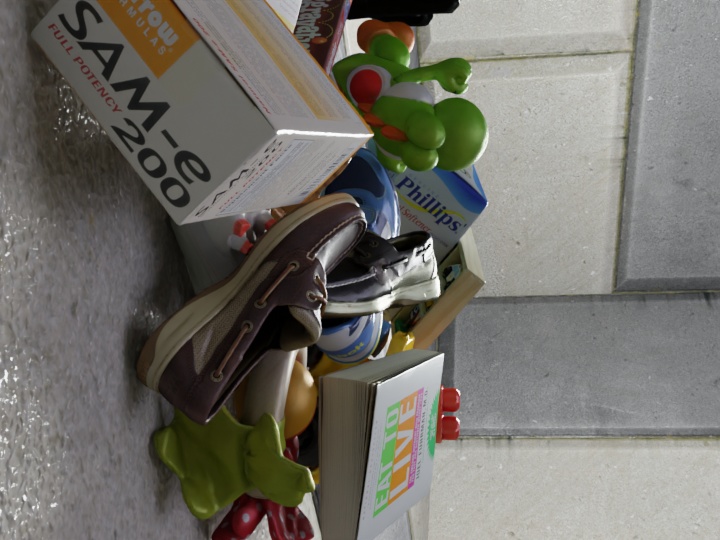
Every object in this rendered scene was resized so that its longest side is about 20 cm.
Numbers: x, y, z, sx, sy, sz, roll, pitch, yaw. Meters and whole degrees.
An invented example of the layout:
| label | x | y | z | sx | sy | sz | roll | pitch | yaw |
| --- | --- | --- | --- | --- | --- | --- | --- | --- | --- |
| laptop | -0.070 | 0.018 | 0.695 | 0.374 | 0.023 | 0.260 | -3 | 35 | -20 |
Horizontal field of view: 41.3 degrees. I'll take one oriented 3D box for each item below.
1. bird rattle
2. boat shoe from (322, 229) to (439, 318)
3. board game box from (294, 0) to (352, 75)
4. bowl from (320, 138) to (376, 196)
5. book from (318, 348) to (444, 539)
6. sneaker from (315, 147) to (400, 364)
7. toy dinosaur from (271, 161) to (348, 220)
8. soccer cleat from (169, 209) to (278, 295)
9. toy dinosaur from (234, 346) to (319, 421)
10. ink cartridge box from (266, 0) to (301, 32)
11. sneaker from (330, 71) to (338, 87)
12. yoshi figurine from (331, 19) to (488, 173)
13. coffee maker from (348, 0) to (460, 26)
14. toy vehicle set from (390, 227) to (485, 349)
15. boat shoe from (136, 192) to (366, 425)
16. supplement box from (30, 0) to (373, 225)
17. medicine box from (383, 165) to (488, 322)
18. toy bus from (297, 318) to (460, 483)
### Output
| label | x | y | z | sx | sy | sz | roll | pitch | yaw |
| --- | --- | --- | --- | --- | --- | --- | --- | --- | --- |
| bird rattle | -0.060 | 0.121 | 0.705 | 0.200 | 0.111 | 0.165 | 65 | 35 | -66 |
| boat shoe | 0.001 | 0.000 | 0.777 | 0.200 | 0.071 | 0.067 | -8 | 97 | -55 |
| board game box | -0.067 | -0.200 | 0.804 | 0.201 | 0.101 | 0.020 | -81 | 169 | -54 |
| bowl | -0.038 | -0.127 | 0.990 | 0.201 | 0.103 | 0.204 | -2 | 90 | -82 |
| book | 0.021 | 0.144 | 0.804 | 0.200 | 0.047 | 0.136 | -6 | 101 | -69 |
| sneaker | -0.011 | -0.019 | 0.869 | 0.082 | 0.073 | 0.203 | 29 | 62 | -66 |
| toy dinosaur | -0.074 | -0.042 | 0.765 | 0.201 | 0.105 | 0.061 | -52 | -154 | 17 |
| soccer cleat | -0.099 | -0.013 | 0.694 | 0.069 | 0.077 | 0.201 | -42 | 158 | -30 |
| toy dinosaur | -0.087 | 0.103 | 0.840 | 0.107 | 0.060 | 0.201 | 57 | 32 | -33 |
| ink cartridge box | -0.080 | -0.266 | 0.672 | 0.145 | 0.047 | 0.203 | 20 | 84 | -66 |
| sneaker | -0.053 | -0.089 | 0.836 | 0.074 | 0.114 | 0.202 | -88 | 173 | -46 |
| yoshi figurine | 0.049 | -0.143 | 0.843 | 0.201 | 0.111 | 0.113 | -115 | -179 | -52 |
| coffee maker | -0.002 | -0.314 | 0.941 | 0.192 | 0.197 | 0.137 | -50 | 136 | -81 |
| toy vehicle set | 0.081 | 0.008 | 1.077 | 0.125 | 0.026 | 0.201 | -50 | -164 | 19 |
| boat shoe | -0.053 | 0.025 | 0.634 | 0.200 | 0.072 | 0.073 | -41 | 158 | -34 |
| supplement box | -0.078 | -0.103 | 0.551 | 0.127 | 0.073 | 0.200 | 51 | 16 | 4 |
| medicine box | 0.040 | -0.064 | 1.107 | 0.201 | 0.102 | 0.183 | -51 | -165 | 18 |
| toy bus | 0.005 | 0.112 | 0.956 | 0.136 | 0.189 | 0.204 | 10 | 77 | -80 |
